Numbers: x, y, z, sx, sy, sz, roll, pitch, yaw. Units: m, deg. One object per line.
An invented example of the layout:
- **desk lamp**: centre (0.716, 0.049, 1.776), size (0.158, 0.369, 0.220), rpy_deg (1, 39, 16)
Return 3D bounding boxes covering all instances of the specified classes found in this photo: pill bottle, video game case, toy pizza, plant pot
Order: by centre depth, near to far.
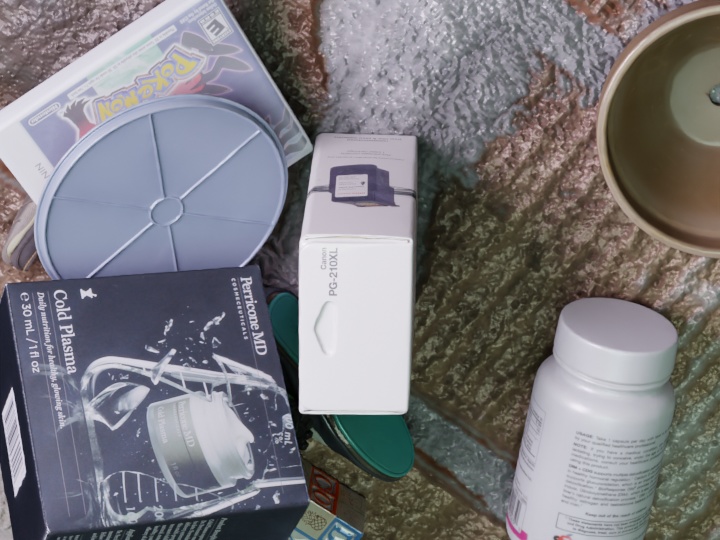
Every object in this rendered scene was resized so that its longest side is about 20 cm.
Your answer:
- **plant pot**: centre (0.274, -0.118, 1.643), size (0.200, 0.093, 0.201), rpy_deg (1, 116, 2)
- **video game case**: centre (-0.155, -0.099, 1.645), size (0.200, 0.023, 0.182), rpy_deg (-34, 133, -2)
- **toy pizza**: centre (-0.150, -0.053, 1.645), size (0.200, 0.032, 0.201), rpy_deg (-16, 134, -17)
- **pill bottle**: centre (0.187, 0.131, 1.751), size (0.113, 0.113, 0.200), rpy_deg (9, 115, -1)

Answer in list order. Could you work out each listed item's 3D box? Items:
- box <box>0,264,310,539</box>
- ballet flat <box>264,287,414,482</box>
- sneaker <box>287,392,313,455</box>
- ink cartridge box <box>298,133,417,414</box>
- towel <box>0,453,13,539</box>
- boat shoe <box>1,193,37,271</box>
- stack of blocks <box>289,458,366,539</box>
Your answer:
- **box**: centre (-0.161, 0.114, 1.624), size (0.196, 0.200, 0.124), rpy_deg (-4, 154, -21)
- **ballet flat**: centre (-0.033, 0.092, 1.774), size (0.073, 0.073, 0.200), rpy_deg (-32, 113, 16)
- **sneaker**: centre (-0.118, 0.167, 1.768), size (0.085, 0.078, 0.200), rpy_deg (44, 107, 32)
- **ink cartridge box**: centre (0.000, 0.000, 1.651), size (0.084, 0.200, 0.145), rpy_deg (2, 115, 2)
- **towel**: centre (-0.247, 0.205, 1.699), size (0.200, 0.034, 0.133), rpy_deg (8, 94, -45)
- **boat shoe**: centre (-0.203, -0.067, 1.700), size (0.073, 0.075, 0.200), rpy_deg (37, 112, -13)
- **stack of blocks**: centre (-0.098, 0.247, 1.848), size (0.115, 0.059, 0.200), rpy_deg (33, 112, -12)
